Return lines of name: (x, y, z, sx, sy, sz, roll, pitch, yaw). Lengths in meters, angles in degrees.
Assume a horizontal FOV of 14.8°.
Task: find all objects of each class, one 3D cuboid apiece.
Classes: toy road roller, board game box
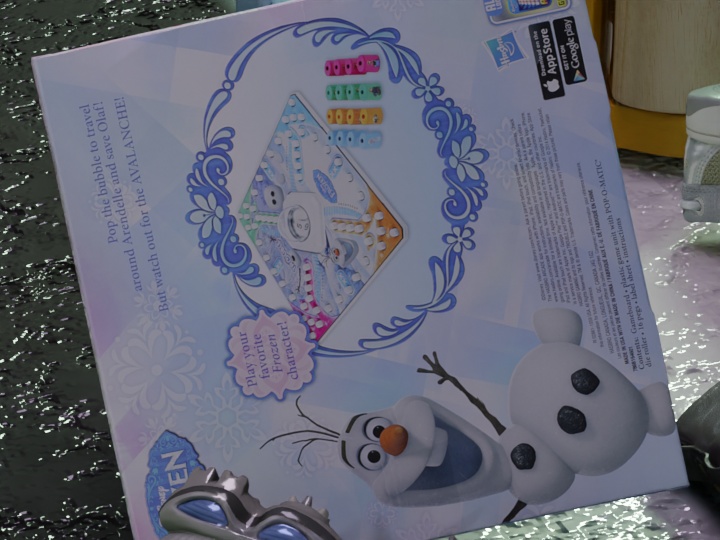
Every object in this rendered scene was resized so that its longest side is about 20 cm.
toy road roller: (0.132, -0.139, 1.386, 0.200, 0.123, 0.146, 15, 21, 39)
board game box: (0.000, 0.000, 0.997, 0.199, 0.200, 0.043, -12, 0, 1)

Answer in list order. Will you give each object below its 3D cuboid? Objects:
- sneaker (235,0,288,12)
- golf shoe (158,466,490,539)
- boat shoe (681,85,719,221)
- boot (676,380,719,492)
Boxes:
sneaker: (-0.030, -0.111, 1.412, 0.082, 0.074, 0.200, -15, 25, -25)
golf shoe: (0.010, 0.136, 0.906, 0.200, 0.078, 0.097, 9, 54, 28)
boat shoe: (0.233, -0.034, 1.193, 0.202, 0.065, 0.074, 14, 17, 27)
boot: (0.207, 0.046, 0.987, 0.200, 0.069, 0.174, -21, 16, 2)
